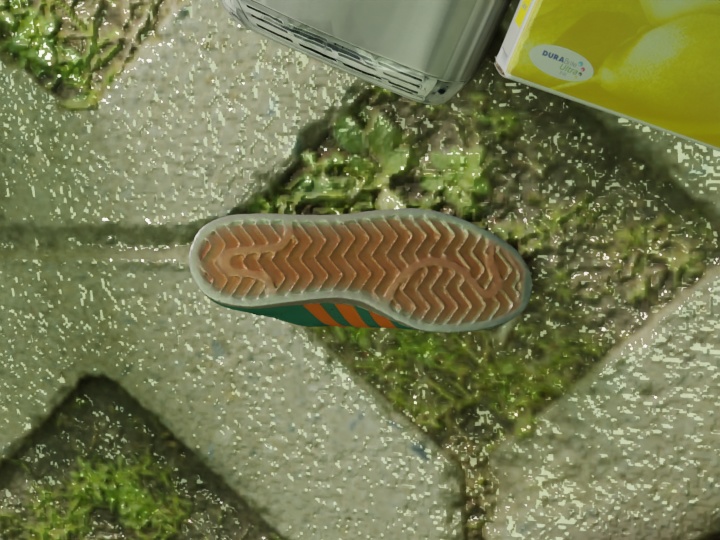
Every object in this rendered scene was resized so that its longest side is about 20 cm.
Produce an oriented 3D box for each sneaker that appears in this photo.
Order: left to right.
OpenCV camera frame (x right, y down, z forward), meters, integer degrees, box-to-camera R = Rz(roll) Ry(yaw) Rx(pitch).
[{"bbox_3d":[0.000,0.000,0.846,0.199,0.080,0.072,6,85,-1],"label":"sneaker"}]

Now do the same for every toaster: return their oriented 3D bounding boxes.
[{"bbox_3d":[0.016,-0.177,0.762,0.199,0.114,0.129,23,115,4],"label":"toaster"}]

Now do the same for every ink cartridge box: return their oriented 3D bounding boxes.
[{"bbox_3d":[0.194,-0.160,0.701,0.197,0.047,0.200,17,113,-12],"label":"ink cartridge box"}]
